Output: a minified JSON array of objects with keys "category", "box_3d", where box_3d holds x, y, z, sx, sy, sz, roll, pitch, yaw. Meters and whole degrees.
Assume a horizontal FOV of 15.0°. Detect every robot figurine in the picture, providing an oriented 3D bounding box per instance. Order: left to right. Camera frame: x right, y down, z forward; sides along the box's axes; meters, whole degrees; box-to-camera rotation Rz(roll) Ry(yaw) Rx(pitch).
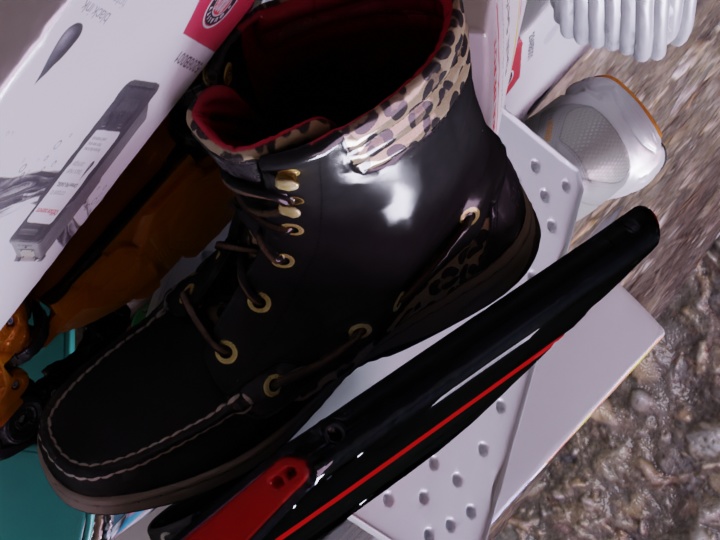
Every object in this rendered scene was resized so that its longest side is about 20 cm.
[{"category":"robot figurine","box_3d":[-0.105,-0.026,0.971,0.200,0.058,0.145,-47,141,-18]}]

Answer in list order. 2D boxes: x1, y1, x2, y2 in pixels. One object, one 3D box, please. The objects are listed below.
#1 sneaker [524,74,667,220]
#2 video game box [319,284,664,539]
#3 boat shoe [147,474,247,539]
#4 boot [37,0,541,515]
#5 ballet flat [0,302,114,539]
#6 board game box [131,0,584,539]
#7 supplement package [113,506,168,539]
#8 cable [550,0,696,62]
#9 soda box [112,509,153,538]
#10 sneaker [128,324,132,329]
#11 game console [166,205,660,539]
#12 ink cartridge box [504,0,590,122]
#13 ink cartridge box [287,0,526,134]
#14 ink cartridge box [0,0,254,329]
[{"category":"sneaker","box_3d":[0.067,-0.036,1.403,0.092,0.076,0.200,-32,178,-32]},{"category":"video game box","box_3d":[0.046,0.082,1.322,0.200,0.047,0.182,-47,-170,-3]},{"category":"boat shoe","box_3d":[-0.024,0.088,1.298,0.200,0.057,0.069,-44,-171,24]},{"category":"boot","box_3d":[-0.033,-0.010,0.921,0.200,0.073,0.151,-28,148,-8]},{"category":"ballet flat","box_3d":[-0.120,0.055,1.078,0.074,0.074,0.201,-31,135,-59]},{"category":"board game box","box_3d":[0.000,0.000,1.125,0.026,0.200,0.201,-8,-124,45]},{"category":"supplement package","box_3d":[-0.122,0.172,1.446,0.200,0.117,0.117,-48,169,-21]},{"category":"cable","box_3d":[0.112,-0.186,1.133,0.200,0.069,0.200,-85,176,-47]},{"category":"soda box","box_3d":[-0.087,0.062,1.349,0.064,0.068,0.200,-48,172,32]},{"category":"sneaker","box_3d":[-0.089,0.058,1.181,0.200,0.075,0.081,-21,179,31]},{"category":"game console","box_3d":[0.004,0.057,0.988,0.200,0.031,0.177,-33,170,-38]},{"category":"ink cartridge box","box_3d":[0.077,-0.148,1.300,0.200,0.084,0.144,-49,169,-12]},{"category":"ink cartridge box","box_3d":[0.025,-0.100,1.031,0.117,0.067,0.200,88,13,-55]},{"category":"ink cartridge box","box_3d":[-0.123,-0.054,0.814,0.200,0.083,0.145,-53,169,4]}]
